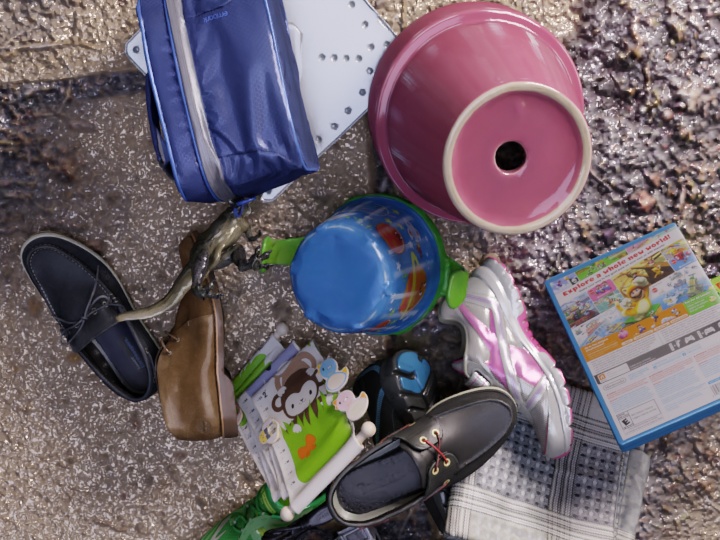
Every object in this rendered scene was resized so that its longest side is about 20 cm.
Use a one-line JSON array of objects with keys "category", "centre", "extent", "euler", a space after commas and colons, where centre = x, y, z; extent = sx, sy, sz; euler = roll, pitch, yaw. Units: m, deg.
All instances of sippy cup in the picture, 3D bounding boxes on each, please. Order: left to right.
[{"category": "sippy cup", "centre": [0.000, 0.000, 1.054], "extent": [0.176, 0.130, 0.141], "euler": [-28, 86, 20]}]

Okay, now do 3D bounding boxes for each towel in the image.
[{"category": "towel", "centre": [0.189, 0.201, 1.124], "extent": [0.197, 0.035, 0.195], "euler": [21, 61, -8]}]

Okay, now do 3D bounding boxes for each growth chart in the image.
[{"category": "growth chart", "centre": [-0.067, 0.138, 1.097], "extent": [0.018, 0.200, 0.145], "euler": [29, 102, -42]}]

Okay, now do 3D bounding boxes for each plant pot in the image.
[{"category": "plant pot", "centre": [0.115, -0.121, 1.002], "extent": [0.196, 0.179, 0.203], "euler": [-3, 113, -8]}]

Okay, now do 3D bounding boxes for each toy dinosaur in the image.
[{"category": "toy dinosaur", "centre": [-0.134, -0.010, 1.047], "extent": [0.200, 0.088, 0.048], "euler": [-48, 130, -10]}]

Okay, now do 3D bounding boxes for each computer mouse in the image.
[{"category": "computer mouse", "centre": [-0.018, 0.283, 1.166], "extent": [0.109, 0.044, 0.201], "euler": [-35, 139, -4]}]

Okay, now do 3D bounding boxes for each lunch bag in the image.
[{"category": "lunch bag", "centre": [-0.119, -0.147, 0.991], "extent": [0.130, 0.136, 0.204], "euler": [-12, 91, 5]}]

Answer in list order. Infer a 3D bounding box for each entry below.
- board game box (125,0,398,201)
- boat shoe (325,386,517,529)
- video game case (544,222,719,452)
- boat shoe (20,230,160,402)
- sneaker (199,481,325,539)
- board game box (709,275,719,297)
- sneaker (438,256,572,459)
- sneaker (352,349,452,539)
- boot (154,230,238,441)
[{"category": "board game box", "centre": [-0.084, -0.203, 1.070], "extent": [0.200, 0.026, 0.200], "euler": [-42, 102, 11]}, {"category": "boat shoe", "centre": [0.058, 0.174, 1.052], "extent": [0.199, 0.063, 0.074], "euler": [-29, 91, 1]}, {"category": "video game case", "centre": [0.270, 0.057, 1.068], "extent": [0.141, 0.202, 0.018], "euler": [-24, 138, 7]}, {"category": "boat shoe", "centre": [-0.260, 0.047, 1.121], "extent": [0.074, 0.062, 0.201], "euler": [-33, 102, 10]}, {"category": "sneaker", "centre": [-0.092, 0.243, 1.161], "extent": [0.198, 0.074, 0.084], "euler": [-33, 140, 1]}, {"category": "board game box", "centre": [0.319, 0.066, 1.108], "extent": [0.198, 0.102, 0.048], "euler": [-25, 112, 6]}, {"category": "sneaker", "centre": [0.137, 0.094, 1.107], "extent": [0.087, 0.081, 0.202], "euler": [-26, 81, -3]}, {"category": "sneaker", "centre": [0.062, 0.178, 1.146], "extent": [0.081, 0.073, 0.203], "euler": [-22, 91, 44]}, {"category": "boot", "centre": [-0.165, 0.064, 1.101], "extent": [0.074, 0.074, 0.204], "euler": [-6, 89, -7]}]
